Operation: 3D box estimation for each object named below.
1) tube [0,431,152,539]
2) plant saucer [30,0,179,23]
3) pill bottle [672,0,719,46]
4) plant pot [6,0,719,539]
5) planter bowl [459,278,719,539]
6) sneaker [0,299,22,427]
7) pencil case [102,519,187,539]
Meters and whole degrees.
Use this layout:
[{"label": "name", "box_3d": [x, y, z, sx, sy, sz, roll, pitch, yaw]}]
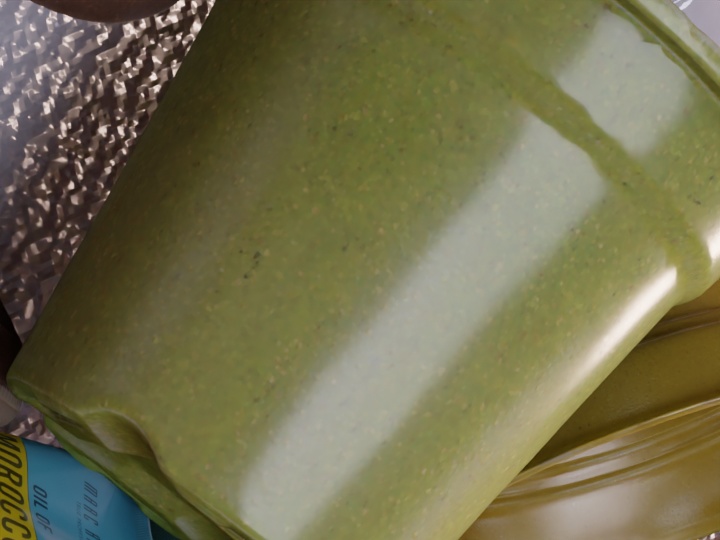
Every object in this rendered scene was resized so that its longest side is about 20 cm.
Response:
[{"label": "tube", "box_3d": [-0.148, 0.062, 0.825, 0.199, 0.078, 0.050, 19, 131, -28]}, {"label": "plant saucer", "box_3d": [-0.080, -0.167, 0.750, 0.200, 0.037, 0.201, 34, 48, -48]}, {"label": "pill bottle", "box_3d": [0.051, -0.154, 0.872, 0.120, 0.120, 0.200, -41, 126, -17]}, {"label": "plant pot", "box_3d": [0.000, 0.000, 0.832, 0.185, 0.200, 0.200, -54, 129, -11]}, {"label": "planter bowl", "box_3d": [0.091, 0.039, 0.968, 0.200, 0.200, 0.084, -4, 67, -35]}, {"label": "sneaker", "box_3d": [-0.143, -0.036, 0.805, 0.076, 0.070, 0.200, -48, 128, -13]}, {"label": "pencil case", "box_3d": [0.001, 0.131, 0.902, 0.199, 0.085, 0.093, 9, 137, 1]}]
